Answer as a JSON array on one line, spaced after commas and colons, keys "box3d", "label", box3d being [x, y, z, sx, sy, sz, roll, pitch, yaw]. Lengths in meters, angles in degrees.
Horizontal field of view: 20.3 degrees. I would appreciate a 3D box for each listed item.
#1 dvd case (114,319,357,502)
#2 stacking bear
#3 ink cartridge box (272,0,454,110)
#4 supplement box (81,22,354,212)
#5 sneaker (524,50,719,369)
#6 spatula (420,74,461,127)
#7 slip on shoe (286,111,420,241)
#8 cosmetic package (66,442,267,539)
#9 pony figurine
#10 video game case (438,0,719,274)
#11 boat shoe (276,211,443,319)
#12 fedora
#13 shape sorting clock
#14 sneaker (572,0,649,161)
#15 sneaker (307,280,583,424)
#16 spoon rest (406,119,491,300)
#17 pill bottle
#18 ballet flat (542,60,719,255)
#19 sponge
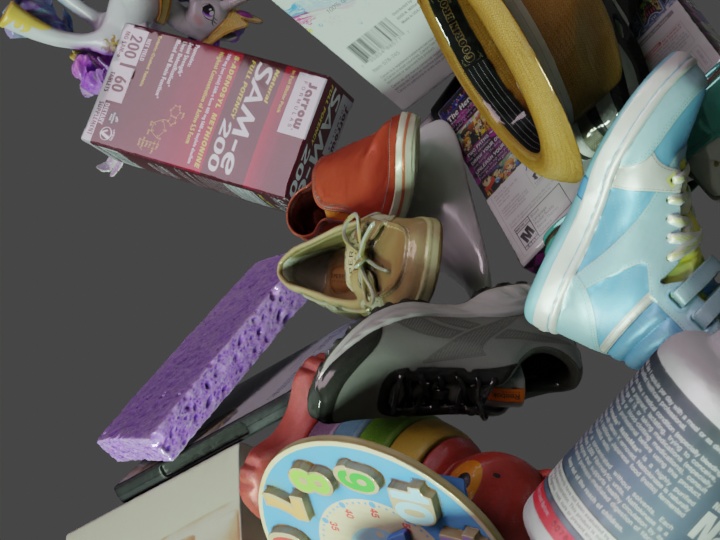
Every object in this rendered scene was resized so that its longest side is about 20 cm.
[{"box3d": [-0.083, 0.101, 1.500, 0.199, 0.018, 0.143, -30, 7, 35], "label": "dvd case"}, {"box3d": [0.039, 0.145, 1.337, 0.199, 0.114, 0.122, 12, 62, 40], "label": "stacking bear"}, {"box3d": [0.016, -0.255, 1.484, 0.145, 0.200, 0.145, -34, 32, 33], "label": "ink cartridge box"}, {"box3d": [-0.117, -0.123, 1.637, 0.199, 0.061, 0.109, 16, 82, 24], "label": "supplement box"}, {"box3d": [0.197, -0.025, 1.238, 0.130, 0.079, 0.201, 31, 116, 15], "label": "sneaker"}, {"box3d": [0.045, -0.108, 1.536, 0.200, 0.021, 0.057, -47, 52, 17], "label": "spatula"}, {"box3d": [-0.004, -0.061, 1.461, 0.200, 0.061, 0.075, 141, 138, -64], "label": "slip on shoe"}, {"box3d": [-0.119, 0.213, 1.484, 0.200, 0.103, 0.088, -31, 49, 37], "label": "cosmetic package"}, {"box3d": [-0.209, -0.206, 1.759, 0.193, 0.199, 0.167, -53, 21, 25], "label": "pony figurine"}, {"box3d": [0.156, -0.122, 1.405, 0.200, 0.036, 0.182, -47, 41, 20], "label": "video game case"}, {"box3d": [0.000, 0.000, 1.405, 0.200, 0.062, 0.074, 157, 123, -66], "label": "boat shoe"}, {"box3d": [0.104, -0.153, 1.262, 0.082, 0.201, 0.201, -31, 40, -7], "label": "fedora"}, {"box3d": [0.018, 0.187, 1.282, 0.199, 0.200, 0.039, -18, 24, 42], "label": "shape sorting clock"}, {"box3d": [0.129, -0.159, 1.366, 0.115, 0.075, 0.202, -27, 54, 34], "label": "sneaker"}, {"box3d": [0.058, 0.063, 1.306, 0.079, 0.199, 0.074, 55, 147, 38], "label": "sneaker"}, {"box3d": [0.057, -0.022, 1.446, 0.100, 0.060, 0.201, 117, 157, -45], "label": "spoon rest"}, {"box3d": [0.199, 0.105, 1.165, 0.200, 0.119, 0.120, -52, 40, 16], "label": "pill bottle"}, {"box3d": [0.205, -0.055, 1.302, 0.200, 0.067, 0.071, -46, 66, 22], "label": "ballet flat"}, {"box3d": [-0.112, 0.066, 1.527, 0.200, 0.030, 0.111, -50, 17, -24], "label": "sponge"}]
